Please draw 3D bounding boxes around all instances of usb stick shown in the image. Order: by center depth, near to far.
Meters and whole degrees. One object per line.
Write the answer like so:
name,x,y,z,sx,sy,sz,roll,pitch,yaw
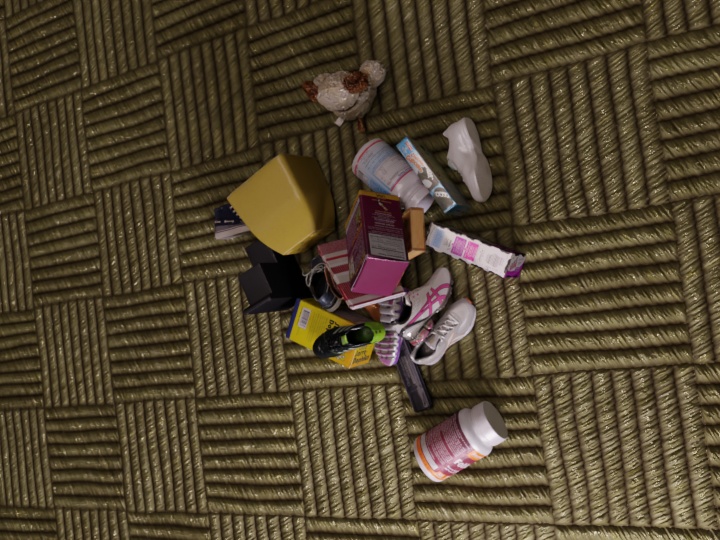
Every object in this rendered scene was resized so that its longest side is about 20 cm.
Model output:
usb stick,0.121,0.249,1.656,0.055,0.033,0.202,-27,79,32

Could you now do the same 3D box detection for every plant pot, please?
plant pot,-0.178,-0.153,1.720,0.195,0.194,0.201,-33,81,23

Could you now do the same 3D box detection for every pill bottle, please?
pill bottle,0.230,0.390,1.556,0.200,0.114,0.115,-38,75,23
pill bottle,0.082,-0.218,1.626,0.200,0.109,0.109,43,109,19

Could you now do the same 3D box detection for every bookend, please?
bookend,-0.246,0.001,1.746,0.092,0.200,0.200,-30,78,24

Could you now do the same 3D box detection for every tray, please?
tray,0.096,-0.071,1.584,0.200,0.037,0.100,147,123,-68

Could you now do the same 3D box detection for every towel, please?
towel,0.000,0.000,1.587,0.201,0.143,0.023,59,152,34

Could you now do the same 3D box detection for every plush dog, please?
plush dog,-0.043,-0.427,1.650,0.198,0.171,0.162,-8,88,26

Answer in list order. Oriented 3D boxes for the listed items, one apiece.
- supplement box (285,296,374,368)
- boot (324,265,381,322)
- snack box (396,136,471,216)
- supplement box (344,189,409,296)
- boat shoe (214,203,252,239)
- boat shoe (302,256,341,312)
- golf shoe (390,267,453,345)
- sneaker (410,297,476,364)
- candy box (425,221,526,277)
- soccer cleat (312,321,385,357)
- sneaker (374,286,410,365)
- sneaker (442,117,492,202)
supplement box,-0.070,0.151,1.708,0.199,0.109,0.110,22,101,25
boot,-0.004,0.062,1.647,0.074,0.154,0.200,-45,72,20
snack box,0.171,-0.218,1.576,0.037,0.116,0.201,-40,74,22
supplement box,0.034,-0.063,1.536,0.131,0.102,0.201,117,155,-48
boat shoe,-0.328,-0.144,1.849,0.199,0.074,0.094,-9,87,33
boat shoe,-0.100,0.023,1.697,0.075,0.062,0.201,-38,37,19
golf shoe,0.146,0.069,1.571,0.201,0.092,0.072,-59,19,-19
sneaker,0.193,0.150,1.584,0.076,0.092,0.201,42,108,19
candy box,0.259,-0.046,1.523,0.199,0.136,0.061,23,99,24
soccer cleat,-0.037,0.160,1.586,0.199,0.081,0.068,-19,83,25
sneaker,0.088,0.127,1.622,0.080,0.088,0.202,6,93,49
sneaker,0.243,-0.246,1.574,0.088,0.075,0.202,-21,75,38
